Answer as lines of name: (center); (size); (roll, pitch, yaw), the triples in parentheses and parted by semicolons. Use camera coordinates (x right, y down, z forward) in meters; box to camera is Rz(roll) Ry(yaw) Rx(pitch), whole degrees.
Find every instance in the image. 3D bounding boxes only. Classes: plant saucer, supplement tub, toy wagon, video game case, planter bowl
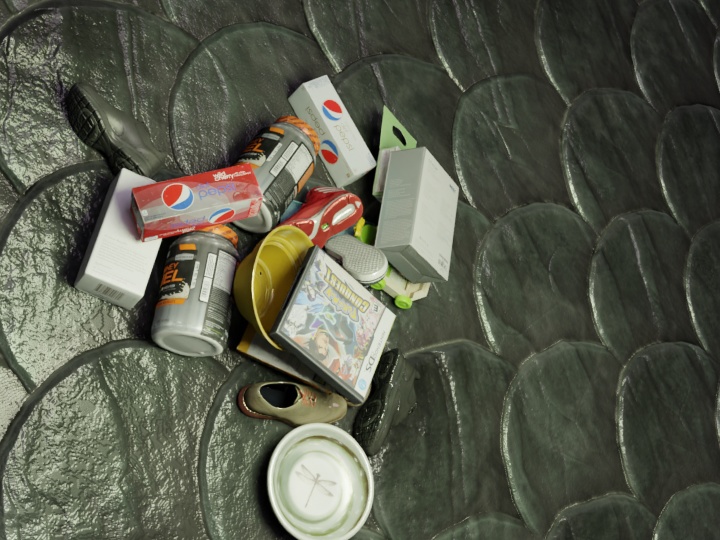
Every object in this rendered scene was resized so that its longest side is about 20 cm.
plant saucer: (-0.073, 0.357, 1.667); (0.199, 0.050, 0.201); (12, 65, -28)
supplement tub: (-0.262, 0.029, 1.626); (0.122, 0.122, 0.201); (20, 62, -25)
toy wagon: (0.057, -0.029, 1.887); (0.200, 0.039, 0.156); (36, 56, -26)
plant saucer: (-0.061, -0.077, 1.858); (0.199, 0.019, 0.070); (14, 66, -27)
video game case: (-0.040, 0.088, 1.632); (0.200, 0.025, 0.181); (42, 52, -25)
supplement tub: (-0.158, -0.173, 1.768); (0.122, 0.122, 0.200); (41, 55, -13)
planter bowl: (-0.147, 0.029, 1.622); (0.200, 0.083, 0.202); (4, 86, -60)

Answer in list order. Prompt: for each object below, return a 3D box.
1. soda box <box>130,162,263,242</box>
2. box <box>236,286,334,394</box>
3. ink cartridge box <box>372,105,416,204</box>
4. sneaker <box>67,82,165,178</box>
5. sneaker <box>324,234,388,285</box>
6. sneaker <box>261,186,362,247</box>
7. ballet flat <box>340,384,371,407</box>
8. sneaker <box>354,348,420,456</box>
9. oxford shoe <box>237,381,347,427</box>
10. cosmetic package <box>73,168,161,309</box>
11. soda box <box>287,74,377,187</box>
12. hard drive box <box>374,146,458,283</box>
soda box: (-0.260, -0.109, 1.596); (0.199, 0.063, 0.070); (-14, 66, -22)
box: (-0.093, 0.123, 1.690); (0.199, 0.041, 0.119); (25, 76, 0)
ink cartridge box: (0.085, -0.201, 1.941); (0.145, 0.048, 0.201); (40, 52, -51)
sneaker: (-0.406, -0.232, 1.674); (0.200, 0.076, 0.091); (53, 44, -13)
sneaker: (0.000, 0.000, 1.766); (0.078, 0.200, 0.080); (-21, 114, -13)
sneaker: (-0.098, -0.083, 1.793); (0.199, 0.116, 0.079); (-26, 114, -8)
ballet flat: (-0.013, 0.137, 1.758); (0.046, 0.067, 0.201); (25, 67, -70)
sneaker: (0.056, 0.241, 1.774); (0.091, 0.076, 0.201); (38, 60, -27)
oxford shoe: (-0.101, 0.224, 1.684); (0.199, 0.075, 0.071); (7, 69, -30)
cosmetic package: (-0.377, -0.051, 1.615); (0.101, 0.074, 0.201); (26, 58, -21)
soda box: (-0.053, -0.262, 1.902); (0.064, 0.068, 0.201); (-28, 88, -37)
hard drive box: (0.107, -0.099, 1.840); (0.156, 0.076, 0.201); (42, 51, -49)
